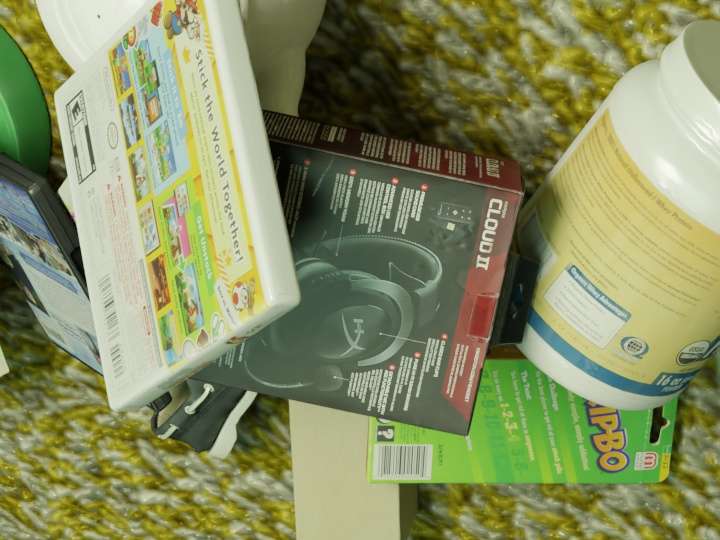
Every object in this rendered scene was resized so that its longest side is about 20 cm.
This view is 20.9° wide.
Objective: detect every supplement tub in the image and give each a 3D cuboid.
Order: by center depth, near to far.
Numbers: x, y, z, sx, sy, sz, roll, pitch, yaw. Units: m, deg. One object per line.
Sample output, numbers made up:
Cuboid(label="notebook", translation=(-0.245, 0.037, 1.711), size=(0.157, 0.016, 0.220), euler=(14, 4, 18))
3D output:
Cuboid(label="supplement tub", translation=(0.180, -0.031, 1.136), size=(0.145, 0.145, 0.200), euler=(37, 124, 2))

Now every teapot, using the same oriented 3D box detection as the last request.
Cuboid(label="teapot", translation=(-0.119, -0.176, 1.169), size=(0.199, 0.146, 0.198), euler=(3, 112, 11))

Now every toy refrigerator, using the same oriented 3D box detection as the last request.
Cuboid(label="toy refrigerator", translation=(-0.004, 0.089, 1.320), size=(0.076, 0.070, 0.201), euler=(4, 117, 13))

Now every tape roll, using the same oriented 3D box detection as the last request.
Cuboid(label="tape roll", translation=(-0.315, -0.102, 1.362), size=(0.200, 0.048, 0.201), euler=(10, 118, 18))

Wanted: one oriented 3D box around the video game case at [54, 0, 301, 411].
Cuboid(label="video game case", translation=(-0.105, -0.045, 1.067), size=(0.182, 0.023, 0.201), euler=(-33, 64, 49))

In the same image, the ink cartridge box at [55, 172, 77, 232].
Cuboid(label="ink cartridge box", translation=(-0.141, -0.020, 1.260), size=(0.116, 0.067, 0.200), euler=(46, 161, -4))

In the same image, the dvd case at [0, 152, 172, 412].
Cuboid(label="dvd case", translation=(-0.205, -0.002, 1.292), size=(0.143, 0.018, 0.200), euler=(26, 150, 46))

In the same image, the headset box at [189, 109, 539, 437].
Cuboid(label="headset box", translation=(0.000, 0.000, 1.110), size=(0.199, 0.077, 0.149), euler=(11, 107, -1))

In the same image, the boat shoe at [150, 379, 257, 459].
Cuboid(label="boat shoe", translation=(-0.098, 0.062, 1.313), size=(0.060, 0.076, 0.200), euler=(13, 137, -9))

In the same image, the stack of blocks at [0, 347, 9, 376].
Cuboid(label="stack of blocks", translation=(-0.303, -0.012, 1.311), size=(0.115, 0.058, 0.201), euler=(17, 128, 51))

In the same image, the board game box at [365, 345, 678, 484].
Cuboid(label="board game box", translation=(0.105, 0.094, 1.266), size=(0.199, 0.030, 0.096), euler=(2, 118, -1))
